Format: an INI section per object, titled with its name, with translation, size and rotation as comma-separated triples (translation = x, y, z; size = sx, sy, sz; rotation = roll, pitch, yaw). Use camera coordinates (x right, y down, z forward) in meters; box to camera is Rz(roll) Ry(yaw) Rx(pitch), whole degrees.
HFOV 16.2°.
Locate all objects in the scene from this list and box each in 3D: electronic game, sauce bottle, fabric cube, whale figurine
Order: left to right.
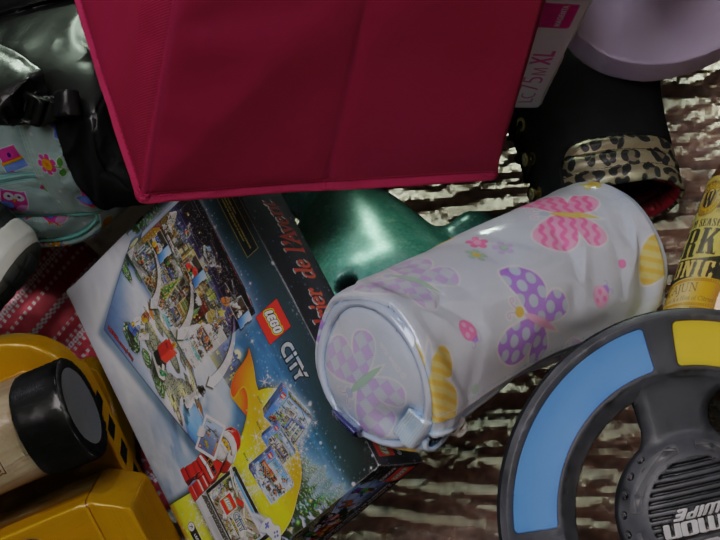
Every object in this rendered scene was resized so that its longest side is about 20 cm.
[fabric cube]
translation = -0.026, -0.175, 1.257
size = 0.199, 0.200, 0.197
rotation = -5, 45, -19
[whale figurine]
translation = 0.000, 0.000, 1.398
size = 0.159, 0.104, 0.201
rotation = -24, 58, 11
[electronic game]
translation = 0.166, 0.119, 1.265
size = 0.199, 0.042, 0.201
rotation = 0, 87, -7
[sauce bottle]
translation = 0.206, -0.015, 1.347
size = 0.064, 0.065, 0.201
rotation = 12, 70, 26

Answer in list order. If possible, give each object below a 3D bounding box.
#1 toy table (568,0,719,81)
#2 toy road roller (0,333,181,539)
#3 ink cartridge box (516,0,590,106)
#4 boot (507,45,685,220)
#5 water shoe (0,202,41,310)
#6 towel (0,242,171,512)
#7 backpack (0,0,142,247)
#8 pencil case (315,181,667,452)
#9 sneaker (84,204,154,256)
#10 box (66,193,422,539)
[toy table]
translation = 0.189, -0.206, 1.374
size = 0.183, 0.117, 0.200
rotation = 28, 65, 6
[toy road roller]
translation = -0.163, 0.129, 1.369
size = 0.122, 0.146, 0.201
rotation = -23, 101, 13
[ink cartridge box]
translation = 0.085, -0.203, 1.357
size = 0.042, 0.119, 0.201
rotation = 3, 64, -10
[boot]
translation = 0.079, -0.091, 1.421
size = 0.203, 0.074, 0.154
rotation = -11, 62, 8
[water shoe]
translation = -0.249, 0.019, 1.391
size = 0.079, 0.072, 0.200
rotation = 46, 123, 0
[towel]
translation = -0.173, 0.065, 1.454
size = 0.200, 0.022, 0.145
rotation = 40, 87, 14
[backpack]
translation = -0.187, -0.085, 1.403
size = 0.199, 0.127, 0.167
rotation = -5, 30, 29
[pencil case]
translation = 0.070, 0.021, 1.292
size = 0.091, 0.083, 0.200
rotation = 39, 43, 25
[sneaker]
translation = -0.137, -0.047, 1.502
size = 0.199, 0.077, 0.081
rotation = -9, 32, 28
[box]
translation = -0.065, 0.054, 1.345
size = 0.137, 0.038, 0.200
rotation = -41, 66, 31
